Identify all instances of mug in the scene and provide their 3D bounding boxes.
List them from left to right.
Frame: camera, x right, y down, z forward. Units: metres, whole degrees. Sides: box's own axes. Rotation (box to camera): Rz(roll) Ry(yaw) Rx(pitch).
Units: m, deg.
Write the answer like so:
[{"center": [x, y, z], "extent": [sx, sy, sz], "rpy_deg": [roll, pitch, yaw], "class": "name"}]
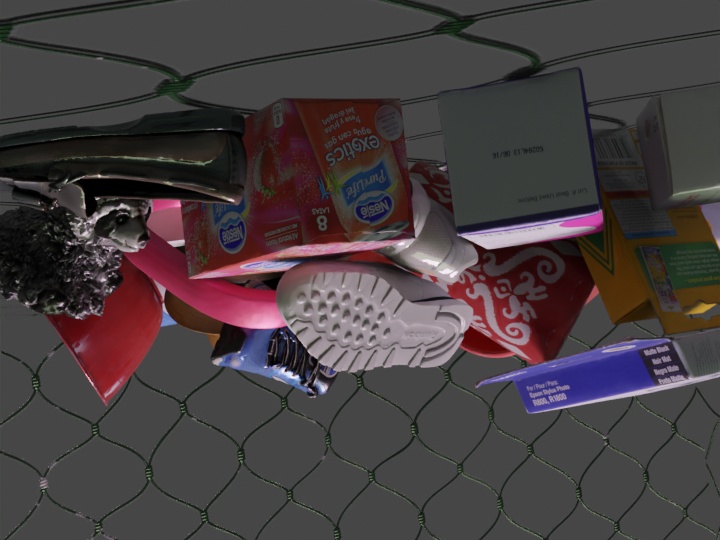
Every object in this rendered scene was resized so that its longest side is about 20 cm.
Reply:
[{"center": [0.125, -0.022, 1.166], "extent": [0.198, 0.178, 0.134], "rpy_deg": [28, 141, 8], "class": "mug"}]

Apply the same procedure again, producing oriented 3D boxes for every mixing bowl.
[{"center": [-0.269, 0.024, 1.248], "extent": [0.108, 0.201, 0.200], "rpy_deg": [-34, -177, -14], "class": "mixing bowl"}]

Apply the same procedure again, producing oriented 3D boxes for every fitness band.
[{"center": [-0.113, -0.021, 1.031], "extent": [0.199, 0.038, 0.143], "rpy_deg": [32, -146, 23], "class": "fitness band"}]

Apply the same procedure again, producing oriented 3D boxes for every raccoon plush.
[{"center": [-0.248, -0.054, 0.956], "extent": [0.198, 0.135, 0.097], "rpy_deg": [24, -162, 7], "class": "raccoon plush"}]

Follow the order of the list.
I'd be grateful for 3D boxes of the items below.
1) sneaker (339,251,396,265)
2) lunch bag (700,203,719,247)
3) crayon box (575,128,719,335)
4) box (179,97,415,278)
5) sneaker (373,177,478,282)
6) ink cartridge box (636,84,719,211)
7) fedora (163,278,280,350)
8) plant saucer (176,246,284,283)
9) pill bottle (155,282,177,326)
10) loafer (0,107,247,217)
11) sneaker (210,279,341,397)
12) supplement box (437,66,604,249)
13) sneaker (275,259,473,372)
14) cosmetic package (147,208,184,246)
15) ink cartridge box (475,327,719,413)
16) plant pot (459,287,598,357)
[{"center": [0.000, 0.000, 1.111], "extent": [0.070, 0.094, 0.200], "rpy_deg": [31, 173, -9], "class": "sneaker"}, {"center": [0.412, -0.080, 1.294], "extent": [0.199, 0.129, 0.168], "rpy_deg": [-13, -176, -43], "class": "lunch bag"}, {"center": [0.253, -0.028, 1.095], "extent": [0.125, 0.202, 0.052], "rpy_deg": [-4, 154, -37], "class": "crayon box"}, {"center": [-0.053, -0.055, 0.892], "extent": [0.094, 0.101, 0.199], "rpy_deg": [-5, 177, -30], "class": "box"}, {"center": [0.033, -0.037, 0.981], "extent": [0.092, 0.076, 0.200], "rpy_deg": [36, -172, -19], "class": "sneaker"}, {"center": [0.334, -0.106, 1.000], "extent": [0.197, 0.085, 0.145], "rpy_deg": [-8, 177, 7], "class": "ink cartridge box"}, {"center": [-0.103, 0.041, 1.266], "extent": [0.198, 0.083, 0.201], "rpy_deg": [-3, -155, 1], "class": "fedora"}, {"center": [-0.088, -0.029, 1.238], "extent": [0.198, 0.035, 0.200], "rpy_deg": [-11, -164, 3], "class": "plant saucer"}, {"center": [-0.218, 0.006, 1.447], "extent": [0.111, 0.114, 0.199], "rpy_deg": [-4, 177, -38], "class": "pill bottle"}, {"center": [-0.171, -0.063, 0.812], "extent": [0.197, 0.064, 0.072], "rpy_deg": [-8, 176, 7], "class": "loafer"}, {"center": [-0.060, 0.061, 1.075], "extent": [0.088, 0.079, 0.200], "rpy_deg": [25, -174, 20], "class": "sneaker"}, {"center": [0.124, -0.075, 0.917], "extent": [0.100, 0.105, 0.200], "rpy_deg": [-9, 175, 11], "class": "supplement box"}, {"center": [-0.001, 0.025, 0.927], "extent": [0.199, 0.077, 0.080], "rpy_deg": [17, -160, -51], "class": "sneaker"}, {"center": [-0.186, -0.047, 1.142], "extent": [0.197, 0.051, 0.083], "rpy_deg": [-7, -179, -11], "class": "cosmetic package"}, {"center": [0.230, 0.083, 1.031], "extent": [0.198, 0.041, 0.199], "rpy_deg": [-6, 169, -33], "class": "ink cartridge box"}, {"center": [0.180, -0.024, 1.332], "extent": [0.176, 0.203, 0.199], "rpy_deg": [-18, -175, -44], "class": "plant pot"}]
